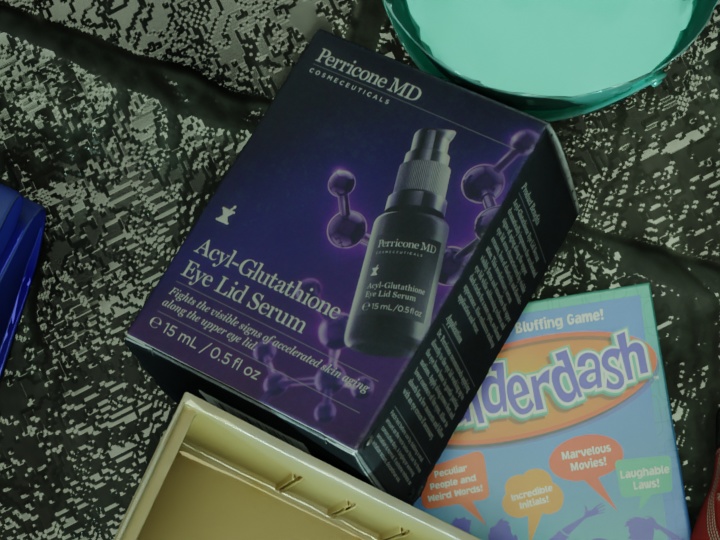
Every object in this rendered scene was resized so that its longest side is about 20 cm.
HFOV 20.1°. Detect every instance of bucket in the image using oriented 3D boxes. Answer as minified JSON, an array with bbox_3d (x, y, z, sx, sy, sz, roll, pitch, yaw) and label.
[{"bbox_3d":[0.099,-0.177,1.079,0.205,0.135,0.209,-1,84,6],"label":"bucket"}]

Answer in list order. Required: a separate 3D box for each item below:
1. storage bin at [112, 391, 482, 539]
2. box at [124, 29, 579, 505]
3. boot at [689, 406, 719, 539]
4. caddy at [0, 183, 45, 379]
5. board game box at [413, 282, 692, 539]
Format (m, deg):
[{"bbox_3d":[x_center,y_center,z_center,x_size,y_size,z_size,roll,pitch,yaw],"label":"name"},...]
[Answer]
[{"bbox_3d":[-0.044,0.199,0.995,0.199,0.094,0.200,27,74,-6],"label":"storage bin"},{"bbox_3d":[0.000,0.000,1.052,0.147,0.104,0.201,23,74,24],"label":"box"},{"bbox_3d":[0.275,0.132,1.053,0.199,0.073,0.145,14,59,8],"label":"boot"},{"bbox_3d":[-0.248,0.022,1.093,0.104,0.141,0.201,17,86,4],"label":"caddy"},{"bbox_3d":[0.098,0.118,1.097,0.151,0.045,0.202,-10,83,5],"label":"board game box"}]
